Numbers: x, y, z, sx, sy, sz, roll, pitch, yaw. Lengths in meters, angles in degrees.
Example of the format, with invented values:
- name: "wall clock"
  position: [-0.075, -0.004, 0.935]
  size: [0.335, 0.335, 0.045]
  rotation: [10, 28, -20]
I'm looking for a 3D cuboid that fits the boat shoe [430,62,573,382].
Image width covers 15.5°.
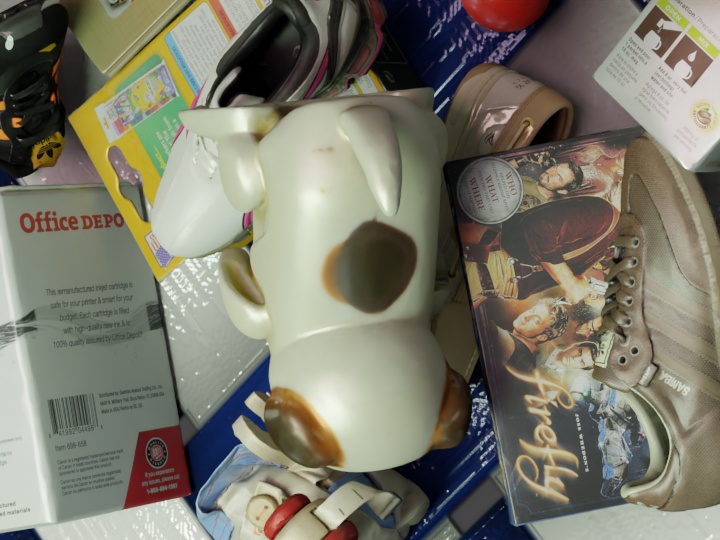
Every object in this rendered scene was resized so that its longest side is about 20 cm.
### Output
- name: "boat shoe"
  position: [0.070, -0.014, 1.498]
  size: [0.069, 0.074, 0.201]
  rotation: [20, 101, 33]

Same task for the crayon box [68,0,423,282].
- name: "crayon box"
  position: [-0.070, -0.100, 1.594]
  size: [0.200, 0.051, 0.126]
  rotation: [-38, 74, 27]

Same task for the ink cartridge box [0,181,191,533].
- name: "ink cartridge box"
  position: [-0.191, 0.052, 1.624]
  size: [0.083, 0.144, 0.201]
  rotation: [-11, 87, 32]

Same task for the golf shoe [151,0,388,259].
- name: "golf shoe"
  position: [-0.071, -0.089, 1.512]
  size: [0.073, 0.092, 0.200]
  rotation: [45, 115, 21]

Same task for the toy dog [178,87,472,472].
- name: "toy dog"
  position: [0.001, 0.007, 1.407]
  size: [0.194, 0.139, 0.201]
  rotation: [6, 102, 62]

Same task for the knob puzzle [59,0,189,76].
- name: "knob puzzle"
  position: [-0.137, -0.244, 1.635]
  size: [0.219, 0.030, 0.221]
  rotation: [-8, 75, 30]

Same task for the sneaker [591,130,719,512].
- name: "sneaker"
  position: [0.155, 0.028, 1.391]
  size: [0.075, 0.070, 0.201]
  rotation: [-13, 89, -7]

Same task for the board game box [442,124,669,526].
- name: "board game box"
  position: [0.129, 0.027, 1.445]
  size: [0.135, 0.035, 0.201]
  rotation: [-11, 88, -2]

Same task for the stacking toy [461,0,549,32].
- name: "stacking toy"
  position: [0.128, -0.204, 1.454]
  size: [0.200, 0.085, 0.086]
  rotation: [-47, 69, 32]

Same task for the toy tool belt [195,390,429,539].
- name: "toy tool belt"
  position: [-0.046, 0.126, 1.504]
  size: [0.123, 0.200, 0.125]
  rotation: [43, 92, 12]

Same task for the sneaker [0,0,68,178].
- name: "sneaker"
  position: [-0.203, -0.109, 1.626]
  size: [0.090, 0.070, 0.200]
  rotation: [61, 162, -1]

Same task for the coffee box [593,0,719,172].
- name: "coffee box"
  position: [0.228, -0.151, 1.368]
  size: [0.080, 0.114, 0.200]
  rotation: [46, 115, 20]
